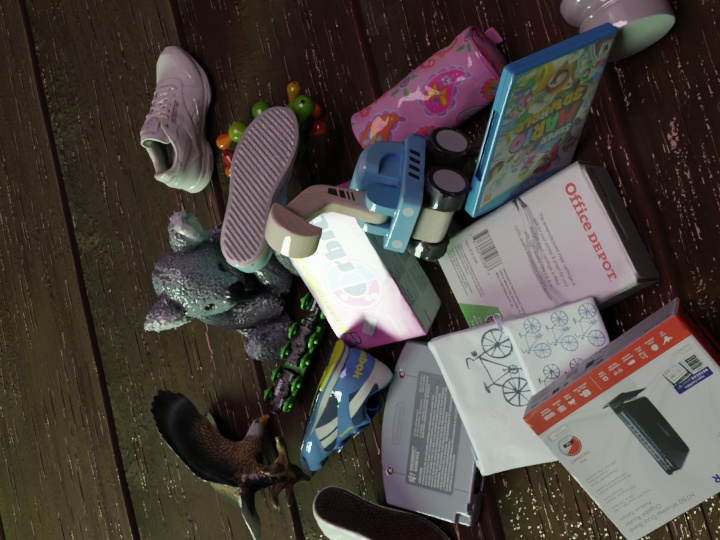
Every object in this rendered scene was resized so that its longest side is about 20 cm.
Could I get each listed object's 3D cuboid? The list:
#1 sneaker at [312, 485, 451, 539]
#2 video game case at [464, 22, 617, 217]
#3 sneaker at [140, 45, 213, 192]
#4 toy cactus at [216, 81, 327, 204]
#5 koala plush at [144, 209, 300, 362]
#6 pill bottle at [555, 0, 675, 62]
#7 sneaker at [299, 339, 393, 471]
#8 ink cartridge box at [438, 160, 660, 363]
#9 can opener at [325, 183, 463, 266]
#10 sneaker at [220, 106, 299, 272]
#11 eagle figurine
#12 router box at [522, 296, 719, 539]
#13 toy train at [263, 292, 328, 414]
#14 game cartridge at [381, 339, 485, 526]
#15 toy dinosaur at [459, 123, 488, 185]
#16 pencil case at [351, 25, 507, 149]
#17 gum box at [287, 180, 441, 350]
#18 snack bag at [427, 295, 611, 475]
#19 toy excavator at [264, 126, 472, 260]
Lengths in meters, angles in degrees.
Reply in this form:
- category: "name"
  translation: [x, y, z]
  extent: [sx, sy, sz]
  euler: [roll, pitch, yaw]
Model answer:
- category: "sneaker"
  translation: [0.036, 0.327, 1.426]
  extent: [0.199, 0.085, 0.073]
  euler: [27, 61, 17]
- category: "video game case"
  translation: [0.183, -0.151, 1.222]
  extent: [0.018, 0.143, 0.200]
  euler: [48, 149, 27]
- category: "sneaker"
  translation: [-0.249, -0.207, 1.587]
  extent: [0.075, 0.099, 0.201]
  euler: [-14, 80, 35]
- category: "toy cactus"
  translation: [-0.101, -0.133, 1.488]
  extent: [0.200, 0.102, 0.166]
  euler: [-31, 67, 38]
- category: "koala plush"
  translation: [-0.184, 0.012, 1.482]
  extent: [0.183, 0.200, 0.178]
  euler: [24, 103, 32]
- category: "pill bottle"
  translation: [0.248, -0.330, 1.251]
  extent: [0.113, 0.113, 0.201]
  euler: [-29, 73, 30]
- category: "sneaker"
  translation: [-0.022, 0.177, 1.441]
  extent: [0.082, 0.074, 0.201]
  euler: [17, 128, -6]
- category: "ink cartridge box"
  translation: [0.202, -0.008, 1.294]
  extent: [0.200, 0.083, 0.147]
  euler: [-30, 76, 29]
- category: "can opener"
  translation: [0.038, -0.062, 1.436]
  extent: [0.200, 0.053, 0.067]
  euler: [29, 73, 31]
- category: "sneaker"
  translation: [-0.118, -0.093, 1.410]
  extent: [0.074, 0.082, 0.201]
  euler: [16, 79, 9]
- category: "eagle figurine"
  translation: [-0.167, 0.238, 1.518]
  extent: [0.199, 0.151, 0.153]
  euler: [10, 110, 23]
- category: "router box"
  translation: [0.299, 0.155, 1.209]
  extent: [0.200, 0.049, 0.180]
  euler: [-40, 95, 27]
- category: "toy train"
  translation: [-0.068, 0.088, 1.491]
  extent: [0.042, 0.056, 0.201]
  euler: [26, 104, 15]
- category: "game cartridge"
  translation: [0.089, 0.187, 1.399]
  extent: [0.133, 0.040, 0.201]
  euler: [10, 95, 30]
- category: "toy dinosaur"
  translation: [0.167, -0.150, 1.332]
  extent: [0.200, 0.047, 0.088]
  euler: [-51, 32, 22]
- category: "pencil case"
  translation: [0.084, -0.200, 1.380]
  extent: [0.200, 0.087, 0.088]
  euler: [-35, 71, 27]
- category: "gum box"
  translation: [0.000, 0.000, 1.387]
  extent: [0.113, 0.066, 0.200]
  euler: [-16, 117, 33]
- category: "snack bag"
  translation: [0.186, 0.129, 1.279]
  extent: [0.199, 0.021, 0.189]
  euler: [-15, 111, 24]
- category: "toy excavator"
  translation: [0.008, -0.074, 1.257]
  extent: [0.199, 0.195, 0.100]
  euler: [12, 135, -5]
